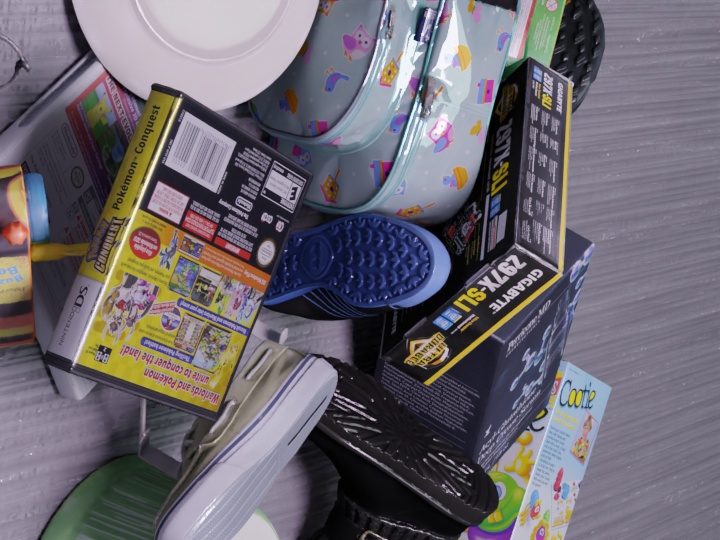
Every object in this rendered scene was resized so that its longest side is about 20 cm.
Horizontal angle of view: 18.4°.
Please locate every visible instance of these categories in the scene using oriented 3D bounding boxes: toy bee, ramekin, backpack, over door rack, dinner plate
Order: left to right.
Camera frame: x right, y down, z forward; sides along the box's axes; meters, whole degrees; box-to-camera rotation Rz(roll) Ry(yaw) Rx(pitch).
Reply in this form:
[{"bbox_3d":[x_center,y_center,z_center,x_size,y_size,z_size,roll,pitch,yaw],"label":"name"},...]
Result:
[{"bbox_3d":[-0.226,-0.023,1.337,0.131,0.109,0.200,-23,124,2],"label":"toy bee"},{"bbox_3d":[-0.141,0.239,1.575,0.200,0.098,0.200,-27,124,-51],"label":"ramekin"},{"bbox_3d":[-0.123,0.027,1.522,0.148,0.067,0.200,-52,153,-30],"label":"over door rack"},{"bbox_3d":[-0.102,-0.205,1.472,0.200,0.024,0.200,-4,98,-35],"label":"dinner plate"},{"bbox_3d":[0.010,-0.132,1.601,0.153,0.176,0.200,1,99,-41],"label":"backpack"}]

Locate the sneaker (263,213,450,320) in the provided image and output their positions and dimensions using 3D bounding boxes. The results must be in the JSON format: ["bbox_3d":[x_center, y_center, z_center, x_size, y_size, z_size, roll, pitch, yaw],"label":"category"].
[{"bbox_3d":[0.000,0.000,1.606,0.078,0.200,0.070,10,82,-45],"label":"sneaker"}]

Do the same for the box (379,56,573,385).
[{"bbox_3d":[0.086,-0.036,1.615,0.049,0.160,0.200,31,41,-22],"label":"box"}]

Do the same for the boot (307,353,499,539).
[{"bbox_3d":[-0.013,0.178,1.764,0.158,0.211,0.079,-46,-169,29],"label":"boot"}]

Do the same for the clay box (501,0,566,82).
[{"bbox_3d":[0.111,-0.196,1.770,0.048,0.200,0.115,15,88,-13],"label":"clay box"}]

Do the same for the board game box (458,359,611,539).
[{"bbox_3d":[0.130,0.175,1.965,0.105,0.103,0.200,30,77,-57],"label":"board game box"}]

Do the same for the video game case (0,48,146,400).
[{"bbox_3d":[-0.171,-0.044,1.494,0.182,0.023,0.200,-50,138,-35],"label":"video game case"}]

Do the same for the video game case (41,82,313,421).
[{"bbox_3d":[-0.110,-0.006,1.407,0.200,0.025,0.181,29,81,-64],"label":"video game case"}]

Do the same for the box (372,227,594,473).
[{"bbox_3d":[0.093,0.061,1.808,0.148,0.107,0.200,-44,155,-40],"label":"box"}]

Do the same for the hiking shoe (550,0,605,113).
[{"bbox_3d":[0.166,-0.196,1.854,0.087,0.074,0.200,90,7,-58],"label":"hiking shoe"}]

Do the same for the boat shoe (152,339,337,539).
[{"bbox_3d":[-0.089,0.124,1.520,0.200,0.062,0.072,-49,158,-42],"label":"boat shoe"}]
